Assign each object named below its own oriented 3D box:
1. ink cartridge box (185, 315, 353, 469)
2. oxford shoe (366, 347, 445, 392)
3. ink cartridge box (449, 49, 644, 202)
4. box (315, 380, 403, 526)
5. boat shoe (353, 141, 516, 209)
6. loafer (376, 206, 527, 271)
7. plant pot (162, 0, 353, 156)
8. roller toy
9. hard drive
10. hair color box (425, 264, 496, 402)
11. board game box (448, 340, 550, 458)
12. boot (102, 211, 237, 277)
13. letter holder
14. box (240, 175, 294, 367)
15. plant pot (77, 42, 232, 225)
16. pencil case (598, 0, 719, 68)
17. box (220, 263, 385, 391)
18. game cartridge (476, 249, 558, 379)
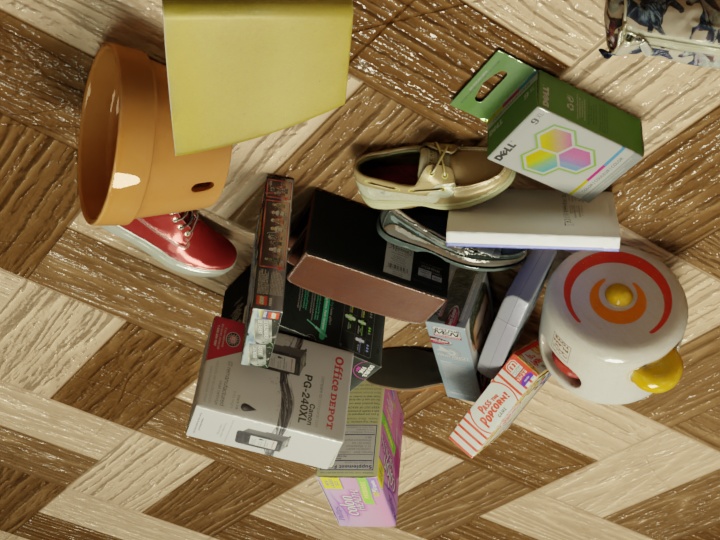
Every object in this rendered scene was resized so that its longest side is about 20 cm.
[{"bbox_3d":[-0.115,0.161,1.544,0.198,0.146,0.084,15,141,-10],"label":"ink cartridge box"},{"bbox_3d":[0.102,0.162,1.792,0.198,0.072,0.071,0,150,8],"label":"oxford shoe"},{"bbox_3d":[0.209,-0.159,1.327,0.198,0.060,0.104,22,142,-20],"label":"ink cartridge box"},{"bbox_3d":[0.004,0.274,1.850,0.096,0.202,0.177,-1,144,12],"label":"box"},{"bbox_3d":[0.084,-0.116,1.397,0.198,0.075,0.066,-8,148,20],"label":"boat shoe"},{"bbox_3d":[0.120,-0.050,1.485,0.198,0.072,0.063,12,147,-3],"label":"loafer"},{"bbox_3d":[-0.101,-0.253,1.150,0.174,0.202,0.201,-3,146,-6],"label":"plant pot"},{"bbox_3d":[0.324,0.067,1.514,0.180,0.201,0.140,8,145,8],"label":"roller toy"},{"bbox_3d":[0.205,-0.063,1.406,0.198,0.132,0.026,2,117,7],"label":"hard drive"},{"bbox_3d":[0.148,0.091,1.648,0.060,0.100,0.201,10,148,22],"label":"hair color box"},{"bbox_3d":[0.211,0.174,1.652,0.046,0.200,0.152,40,105,14],"label":"board game box"},{"bbox_3d":[-0.229,-0.073,1.519,0.199,0.073,0.144,27,139,-20],"label":"boot"},{"bbox_3d":[0.000,0.000,1.554,0.198,0.101,0.142,18,145,-16],"label":"letter holder"},{"bbox_3d":[-0.117,0.002,1.487,0.039,0.202,0.137,8,146,-7],"label":"box"},{"bbox_3d":[-0.230,-0.147,1.325,0.139,0.202,0.200,4,149,-25],"label":"plant pot"},{"bbox_3d":[0.341,-0.238,1.169,0.198,0.090,0.078,8,145,-2],"label":"pencil case"},{"bbox_3d":[-0.083,0.082,1.660,0.199,0.125,0.148,24,141,-23],"label":"box"},{"bbox_3d":[0.206,0.057,1.569,0.041,0.133,0.201,30,146,13],"label":"game cartridge"}]
